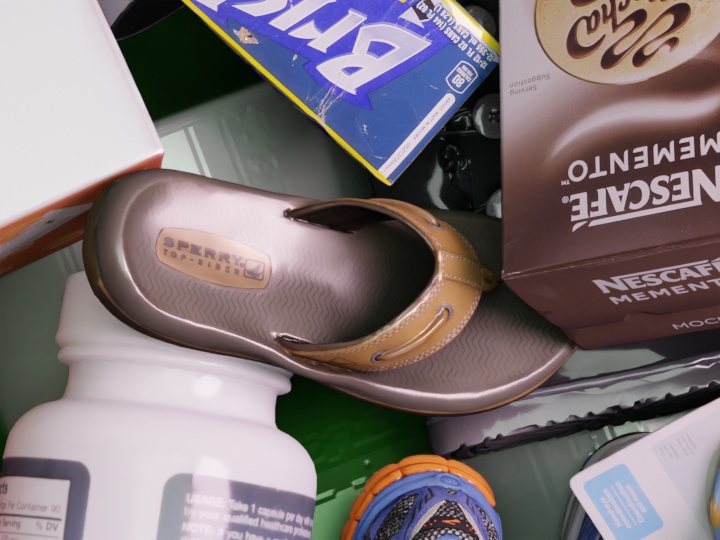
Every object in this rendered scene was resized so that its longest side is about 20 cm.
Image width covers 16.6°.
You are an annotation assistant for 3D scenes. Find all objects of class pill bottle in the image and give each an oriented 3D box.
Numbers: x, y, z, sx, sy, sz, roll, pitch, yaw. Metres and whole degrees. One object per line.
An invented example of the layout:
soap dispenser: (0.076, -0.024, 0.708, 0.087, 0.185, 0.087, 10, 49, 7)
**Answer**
pill bottle: (-0.078, 0.107, 0.913, 0.119, 0.120, 0.202, 9, 81, -5)

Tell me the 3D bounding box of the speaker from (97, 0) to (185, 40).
speaker: (-0.122, -0.191, 0.969, 0.081, 0.081, 0.201, -35, 88, -10)

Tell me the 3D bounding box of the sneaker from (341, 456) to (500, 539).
sneaker: (0.009, 0.172, 0.917, 0.075, 0.078, 0.202, 7, 95, -5)

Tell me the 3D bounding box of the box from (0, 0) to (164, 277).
box: (-0.183, -0.035, 0.919, 0.199, 0.124, 0.098, -25, 86, -9)

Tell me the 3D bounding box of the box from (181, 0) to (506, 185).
box: (-0.043, -0.124, 0.894, 0.200, 0.064, 0.070, 41, 94, -20)

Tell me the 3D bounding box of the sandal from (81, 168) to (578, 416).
sandal: (0.000, 0.000, 0.884, 0.199, 0.055, 0.082, 15, 66, -24)

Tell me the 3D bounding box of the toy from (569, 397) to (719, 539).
toy: (0.181, 0.082, 0.853, 0.199, 0.047, 0.116, -31, 96, 20)

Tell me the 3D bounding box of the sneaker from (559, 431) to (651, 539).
sneaker: (0.098, 0.159, 0.947, 0.075, 0.077, 0.202, 9, 83, -7)

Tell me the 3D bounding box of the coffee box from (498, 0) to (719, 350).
coffee box: (0.115, -0.083, 0.897, 0.112, 0.080, 0.201, -11, 64, 24)

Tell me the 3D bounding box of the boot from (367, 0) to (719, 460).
boot: (0.083, -0.039, 0.984, 0.164, 0.066, 0.201, -11, 79, -9)
